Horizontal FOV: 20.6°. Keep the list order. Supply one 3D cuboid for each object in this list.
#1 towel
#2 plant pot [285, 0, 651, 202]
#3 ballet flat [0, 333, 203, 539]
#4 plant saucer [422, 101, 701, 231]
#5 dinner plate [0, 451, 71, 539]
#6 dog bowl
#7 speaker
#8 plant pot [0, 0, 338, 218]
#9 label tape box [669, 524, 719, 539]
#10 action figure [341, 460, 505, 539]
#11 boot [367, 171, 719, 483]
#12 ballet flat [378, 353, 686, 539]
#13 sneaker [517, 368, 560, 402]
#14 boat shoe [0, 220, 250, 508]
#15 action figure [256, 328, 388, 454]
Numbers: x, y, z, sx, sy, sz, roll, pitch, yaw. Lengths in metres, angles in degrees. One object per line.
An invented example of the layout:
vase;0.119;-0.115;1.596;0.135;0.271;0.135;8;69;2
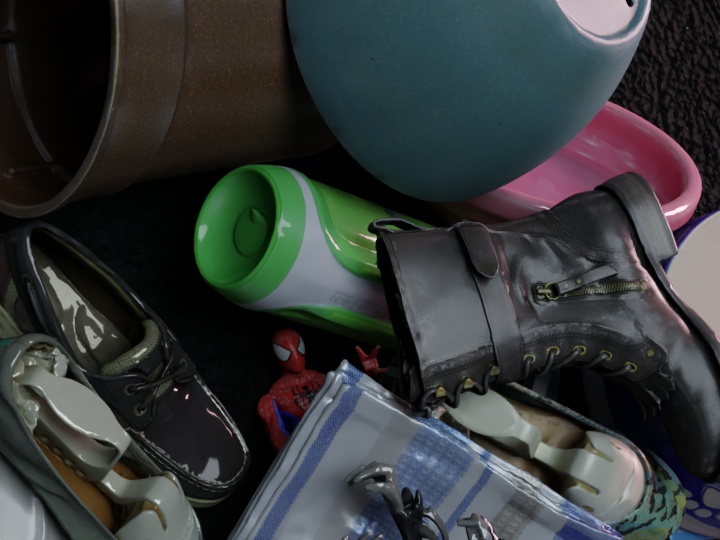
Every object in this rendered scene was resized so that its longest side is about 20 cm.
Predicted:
towel;0.031;0.159;1.100;0.200;0.024;0.147;32;96;-12
plant pot;0.078;-0.148;1.077;0.200;0.135;0.200;11;73;-40
ballet flat;-0.134;0.114;1.060;0.200;0.064;0.067;50;45;-18
plant saucer;0.111;-0.062;1.238;0.200;0.051;0.201;12;28;-7
dinner plate;-0.231;0.131;1.042;0.200;0.024;0.201;10;69;-26
dog bowl;0.241;0.062;1.231;0.200;0.079;0.200;9;70;-27
speaker;0.000;0.000;1.157;0.200;0.088;0.089;19;64;-43
plant pot;-0.110;-0.134;1.113;0.198;0.200;0.201;-5;76;-40
label tape box;0.223;0.078;1.301;0.143;0.066;0.200;-2;77;-30
action figure;0.011;0.163;1.027;0.200;0.119;0.102;-14;104;3
boot;0.103;0.046;1.096;0.174;0.069;0.200;-18;79;-19
ballet flat;0.102;0.105;1.134;0.200;0.074;0.074;24;62;-6
sneaker;0.123;0.147;1.204;0.121;0.084;0.200;20;72;-18
boat shoe;-0.134;0.054;1.099;0.200;0.065;0.073;43;56;-12
action figure;-0.007;0.122;1.130;0.065;0.099;0.200;-18;80;-17
